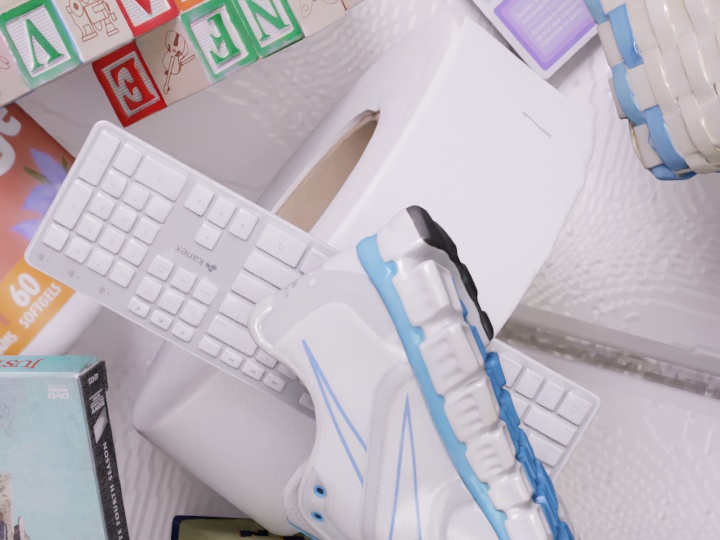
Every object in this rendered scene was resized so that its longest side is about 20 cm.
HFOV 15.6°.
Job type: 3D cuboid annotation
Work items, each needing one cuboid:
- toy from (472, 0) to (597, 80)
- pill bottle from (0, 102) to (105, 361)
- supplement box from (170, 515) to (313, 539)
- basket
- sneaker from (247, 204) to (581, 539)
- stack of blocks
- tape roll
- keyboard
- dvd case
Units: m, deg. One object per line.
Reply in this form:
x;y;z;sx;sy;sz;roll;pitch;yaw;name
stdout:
0.058;-0.193;1.094;0.115;0.047;0.200;-42;100;-12;toy
-0.187;-0.040;0.999;0.200;0.112;0.112;43;80;-10;pill bottle
0.002;0.203;1.002;0.133;0.200;0.202;4;89;-14;supplement box
0.204;-0.114;1.024;0.176;0.199;0.140;-17;81;-53;basket
0.023;0.084;0.881;0.086;0.075;0.201;-22;95;11;sneaker
-0.090;-0.118;0.998;0.200;0.058;0.116;-33;99;-47;stack of blocks
0.000;0.000;1.001;0.071;0.202;0.203;38;81;-10;tape roll
-0.015;0.020;0.898;0.199;0.011;0.056;29;106;-8;keyboard
-0.150;0.127;0.990;0.145;0.022;0.201;0;112;20;dvd case
